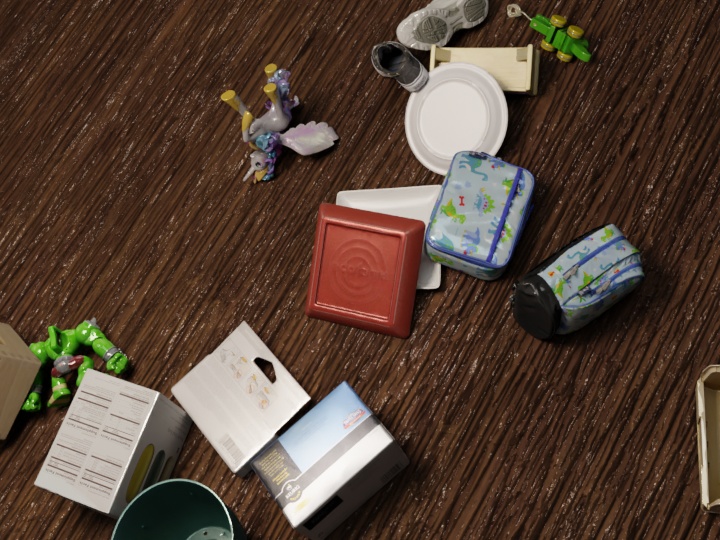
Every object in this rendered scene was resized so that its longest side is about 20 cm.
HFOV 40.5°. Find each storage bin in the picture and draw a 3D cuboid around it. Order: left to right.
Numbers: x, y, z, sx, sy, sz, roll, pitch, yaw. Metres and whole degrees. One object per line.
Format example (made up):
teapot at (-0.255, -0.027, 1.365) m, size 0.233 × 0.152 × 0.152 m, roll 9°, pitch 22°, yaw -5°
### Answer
storage bin at (0.587, 0.245, 1.392) m, size 0.195 × 0.094 × 0.203 m, roll -1°, pitch 66°, yaw 15°

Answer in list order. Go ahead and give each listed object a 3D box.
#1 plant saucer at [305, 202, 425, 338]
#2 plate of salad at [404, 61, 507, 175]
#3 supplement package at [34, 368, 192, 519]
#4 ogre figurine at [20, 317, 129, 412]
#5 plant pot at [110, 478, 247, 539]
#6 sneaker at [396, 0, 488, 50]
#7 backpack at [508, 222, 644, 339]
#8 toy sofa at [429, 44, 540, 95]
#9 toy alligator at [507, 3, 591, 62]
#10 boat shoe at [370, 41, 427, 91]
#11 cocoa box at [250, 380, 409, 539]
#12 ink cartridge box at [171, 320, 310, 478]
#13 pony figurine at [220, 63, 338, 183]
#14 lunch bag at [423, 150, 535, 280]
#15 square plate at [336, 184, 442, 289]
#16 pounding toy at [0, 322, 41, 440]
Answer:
plant saucer at (0.000, 0.000, 1.653) m, size 0.197 × 0.037 × 0.203 m, roll 11°, pitch 97°, yaw 20°
plate of salad at (0.174, -0.271, 1.756) m, size 0.197 × 0.048 × 0.204 m, roll 2°, pitch 95°, yaw 27°
supplement package at (-0.401, 0.297, 1.611) m, size 0.149 × 0.152 × 0.202 m, roll 14°, pitch 70°, yaw 20°
ogre figurine at (-0.517, 0.162, 1.738) m, size 0.198 × 0.098 × 0.121 m, roll -30°, pitch 68°, yaw 21°
plant pot at (-0.261, 0.440, 1.500) m, size 0.197 × 0.161 × 0.204 m, roll -6°, pitch 64°, yaw 12°
sneaker at (0.145, -0.477, 1.860) m, size 0.198 × 0.079 × 0.099 m, roll -26°, pitch 28°, yaw -21°
backpack at (0.349, 0.015, 1.543) m, size 0.153 × 0.164 × 0.200 m, roll 38°, pitch 73°, yaw 18°
toy sofa at (0.228, -0.366, 1.797) m, size 0.197 × 0.097 × 0.084 m, roll 4°, pitch 91°, yaw 17°
toy alligator at (0.359, -0.443, 1.806) m, size 0.054 × 0.060 × 0.200 m, roll -17°, pitch 49°, yaw -42°
boat shoe at (0.057, -0.393, 1.815) m, size 0.070 × 0.066 × 0.201 m, roll -46°, pitch 35°, yaw 11°
cocoa box at (-0.046, 0.299, 1.521) m, size 0.199 × 0.134 × 0.131 m, roll -40°, pitch 61°, yaw -5°
ink cartridge box at (-0.199, 0.216, 1.654) m, size 0.176 × 0.045 × 0.200 m, roll -42°, pitch 62°, yaw -5°
pony figurine at (-0.158, -0.275, 1.812) m, size 0.192 × 0.202 × 0.166 m, roll -37°, pitch 53°, yaw -22°
lunch bag at (0.205, -0.095, 1.655) m, size 0.159 × 0.083 × 0.202 m, roll 21°, pitch 71°, yaw 7°
square plate at (0.048, -0.053, 1.721) m, size 0.197 × 0.029 × 0.201 m, roll -3°, pitch 66°, yaw 15°
pounding toy at (-0.700, 0.185, 1.723) m, size 0.199 × 0.141 × 0.186 m, roll 33°, pitch 97°, yaw 41°
